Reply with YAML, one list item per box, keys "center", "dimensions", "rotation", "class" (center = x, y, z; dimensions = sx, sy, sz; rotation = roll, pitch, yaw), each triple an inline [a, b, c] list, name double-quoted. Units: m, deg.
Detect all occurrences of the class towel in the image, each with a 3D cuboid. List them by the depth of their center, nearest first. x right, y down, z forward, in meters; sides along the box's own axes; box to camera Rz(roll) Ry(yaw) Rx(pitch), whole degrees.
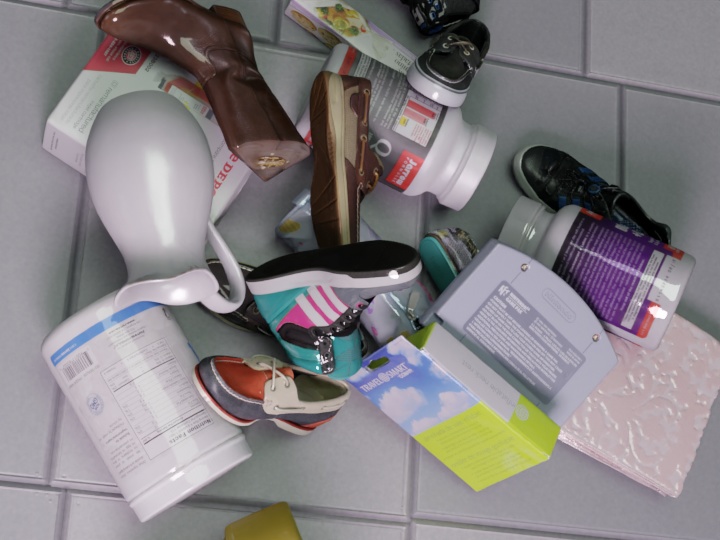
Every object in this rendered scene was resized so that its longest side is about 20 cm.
- center: [0.299, 0.124, 1.619]
  dimensions: [0.191, 0.032, 0.200]
  rotation: [31, 65, -5]
  class: "towel"

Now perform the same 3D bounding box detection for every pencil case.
- center: [0.000, 0.000, 1.539]
  dimensions: [0.083, 0.091, 0.200]
  rotation: [-43, 87, 5]
  class: "pencil case"

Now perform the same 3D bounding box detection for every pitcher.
- center: [-0.181, -0.059, 1.412]
  dimensions: [0.171, 0.121, 0.201]
  rotation: [21, 52, -57]
  class: "pitcher"

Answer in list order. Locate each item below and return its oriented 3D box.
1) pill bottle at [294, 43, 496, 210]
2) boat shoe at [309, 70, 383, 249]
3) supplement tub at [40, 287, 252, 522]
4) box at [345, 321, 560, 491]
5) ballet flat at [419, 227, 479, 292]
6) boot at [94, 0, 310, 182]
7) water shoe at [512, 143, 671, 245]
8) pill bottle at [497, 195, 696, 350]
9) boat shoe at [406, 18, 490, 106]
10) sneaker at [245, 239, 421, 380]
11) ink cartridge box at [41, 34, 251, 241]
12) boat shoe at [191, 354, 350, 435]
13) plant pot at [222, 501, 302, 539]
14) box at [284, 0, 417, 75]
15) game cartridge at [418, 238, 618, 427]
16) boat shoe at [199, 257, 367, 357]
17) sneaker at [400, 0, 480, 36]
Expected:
- center: [0.038, -0.151, 1.581]
  dimensions: [0.199, 0.116, 0.116]
  rotation: [26, 68, -7]
  class: "pill bottle"
- center: [-0.008, -0.102, 1.481]
  dimensions: [0.072, 0.072, 0.201]
  rotation: [2, 75, -23]
  class: "boat shoe"
- center: [-0.207, 0.125, 1.419]
  dimensions: [0.132, 0.132, 0.200]
  rotation: [-30, 85, -22]
  class: "supplement tub"
- center: [0.089, 0.134, 1.490]
  dimensions: [0.200, 0.122, 0.048]
  rotation: [41, 49, -12]
  class: "box"
- center: [0.131, 0.043, 1.579]
  dimensions: [0.072, 0.072, 0.201]
  rotation: [-19, 82, -21]
  class: "ballet flat"
- center: [-0.153, -0.180, 1.452]
  dimensions: [0.186, 0.064, 0.201]
  rotation: [-3, 59, -39]
  class: "boot"
- center: [0.264, -0.083, 1.647]
  dimensions: [0.200, 0.079, 0.072]
  rotation: [36, 67, -3]
  class: "water shoe"
- center: [0.247, -0.003, 1.577]
  dimensions: [0.199, 0.112, 0.112]
  rotation: [25, 68, 11]
  class: "pill bottle"
- center: [0.099, -0.230, 1.593]
  dimensions: [0.068, 0.057, 0.200]
  rotation: [29, 24, 2]
  class: "boat shoe"
- center: [-0.013, 0.044, 1.419]
  dimensions: [0.084, 0.199, 0.121]
  rotation: [-41, 116, -46]
  class: "sneaker"
- center: [-0.206, -0.142, 1.524]
  dimensions: [0.200, 0.083, 0.145]
  rotation: [33, 68, -5]
  class: "ink cartridge box"
- center: [-0.086, 0.114, 1.435]
  dimensions: [0.200, 0.062, 0.071]
  rotation: [24, 38, -52]
  class: "boat shoe"
- center: [-0.118, 0.342, 1.359]
  dimensions: [0.188, 0.201, 0.201]
  rotation: [-22, 80, -4]
  class: "plant pot"
- center: [0.007, -0.249, 1.643]
  dimensions: [0.200, 0.041, 0.039]
  rotation: [37, 68, -4]
  class: "box"
- center: [0.169, 0.065, 1.510]
  dimensions: [0.133, 0.040, 0.200]
  rotation: [-46, 113, 2]
  class: "game cartridge"
- center: [-0.079, 0.038, 1.517]
  dimensions: [0.200, 0.066, 0.072]
  rotation: [29, 69, -6]
  class: "boat shoe"
- center: [0.047, -0.323, 1.658]
  dimensions: [0.199, 0.073, 0.112]
  rotation: [1, 72, -18]
  class: "sneaker"
